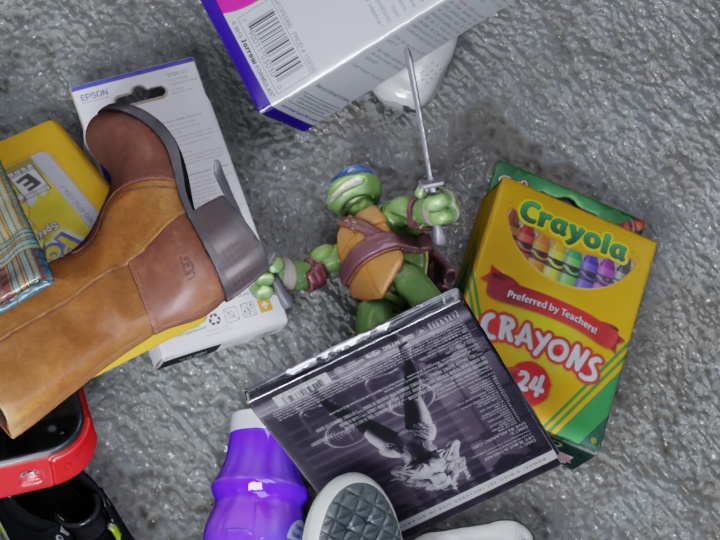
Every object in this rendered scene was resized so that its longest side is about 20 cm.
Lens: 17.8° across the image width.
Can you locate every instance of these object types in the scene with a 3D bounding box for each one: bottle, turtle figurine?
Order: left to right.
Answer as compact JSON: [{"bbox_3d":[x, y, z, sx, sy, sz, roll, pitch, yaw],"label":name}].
[{"bbox_3d":[-0.069,0.192,1.490,0.065,0.084,0.202,-1,70,14],"label":"bottle"},{"bbox_3d":[0.000,0.000,1.506,0.143,0.200,0.195,-19,65,-9],"label":"turtle figurine"}]

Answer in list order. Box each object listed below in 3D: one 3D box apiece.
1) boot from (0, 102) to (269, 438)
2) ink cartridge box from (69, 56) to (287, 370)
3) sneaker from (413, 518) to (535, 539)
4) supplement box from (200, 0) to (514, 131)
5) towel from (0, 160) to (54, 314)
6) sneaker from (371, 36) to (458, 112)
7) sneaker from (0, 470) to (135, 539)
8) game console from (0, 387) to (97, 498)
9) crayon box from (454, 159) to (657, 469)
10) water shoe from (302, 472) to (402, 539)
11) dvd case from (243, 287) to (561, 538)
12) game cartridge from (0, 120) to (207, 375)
[{"bbox_3d":[-0.184,-0.003,1.444,0.199,0.069,0.188,-32,59,-15],"label":"boot"},{"bbox_3d":[-0.127,-0.040,1.573,0.094,0.037,0.201,-16,80,-20],"label":"ink cartridge box"},{"bbox_3d":[0.098,0.220,1.505,0.199,0.081,0.115,28,42,26],"label":"sneaker"},{"bbox_3d":[0.007,-0.193,1.575,0.199,0.103,0.102,-30,78,13],"label":"supplement box"},{"bbox_3d":[-0.285,-0.024,1.447,0.146,0.022,0.200,-30,47,-3],"label":"towel"},{"bbox_3d":[0.049,-0.210,1.653,0.074,0.087,0.201,18,70,-12],"label":"sneaker"},{"bbox_3d":[-0.178,0.181,1.460,0.072,0.083,0.200,-41,87,-23],"label":"sneaker"},{"bbox_3d":[-0.276,0.078,1.448,0.198,0.031,0.177,-12,46,-12],"label":"game console"},{"bbox_3d":[0.129,0.022,1.621,0.126,0.051,0.201,21,67,-9],"label":"crayon box"},{"bbox_3d":[-0.014,0.226,1.470,0.071,0.079,0.202,-8,98,-26],"label":"water shoe"},{"bbox_3d":[0.031,0.100,1.472,0.148,0.200,0.016,-26,48,7],"label":"dvd case"},{"bbox_3d":[-0.222,-0.001,1.483,0.175,0.033,0.200,-26,51,-23],"label":"game cartridge"}]
